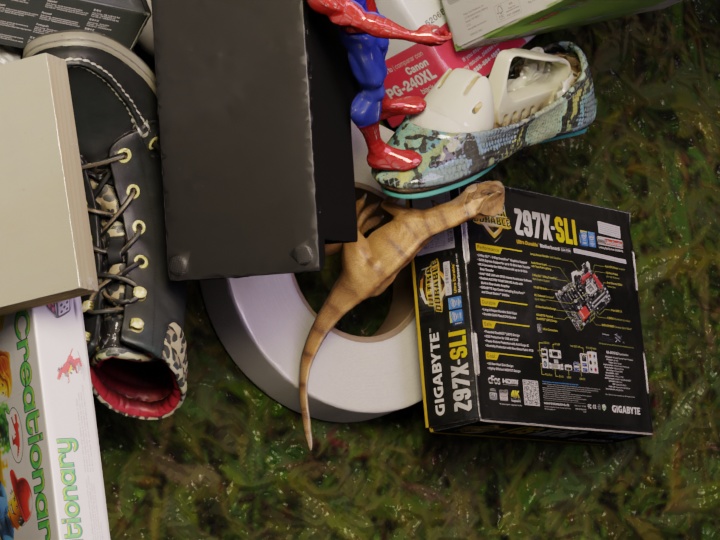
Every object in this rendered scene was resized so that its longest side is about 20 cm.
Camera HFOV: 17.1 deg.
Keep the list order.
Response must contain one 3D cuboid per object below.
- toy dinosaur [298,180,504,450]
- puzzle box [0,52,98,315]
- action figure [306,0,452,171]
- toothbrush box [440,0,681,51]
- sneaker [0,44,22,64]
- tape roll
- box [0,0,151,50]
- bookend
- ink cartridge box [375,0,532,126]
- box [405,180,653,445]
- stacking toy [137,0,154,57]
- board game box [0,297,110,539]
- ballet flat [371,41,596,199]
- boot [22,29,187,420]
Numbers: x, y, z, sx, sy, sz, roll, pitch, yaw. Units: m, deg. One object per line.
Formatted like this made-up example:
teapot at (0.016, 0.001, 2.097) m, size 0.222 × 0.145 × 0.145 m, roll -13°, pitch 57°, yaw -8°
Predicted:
toy dinosaur at (0.000, 0.000, 1.494) m, size 0.200 × 0.106 × 0.060 m, roll -46°, pitch 134°, yaw 6°
puzzle box at (-0.245, -0.032, 1.321) m, size 0.025 × 0.200 × 0.133 m, roll 15°, pitch 64°, yaw -69°
action figure at (0.026, -0.140, 1.375) m, size 0.200 × 0.099 × 0.065 m, roll 63°, pitch 24°, yaw -53°
toothbrush box at (0.165, -0.214, 1.549) m, size 0.200 × 0.146 × 0.086 m, roll -14°, pitch 86°, yaw -36°
sneaker at (-0.241, -0.112, 1.418) m, size 0.074 × 0.082 × 0.200 m, roll 19°, pitch 43°, yaw -26°
tape roll at (-0.011, -0.001, 1.556) m, size 0.202 × 0.037 × 0.203 m, roll 11°, pitch 70°, yaw -31°
box at (-0.237, -0.200, 1.410) m, size 0.200 × 0.044 × 0.160 m, roll 9°, pitch 39°, yaw -31°
bookend at (-0.049, -0.096, 1.445) m, size 0.200 × 0.092 × 0.199 m, roll -2°, pitch 88°, yaw -76°
ink cartridge box at (0.032, -0.223, 1.611) m, size 0.145 × 0.083 × 0.200 m, roll -41°, pitch 101°, yaw -35°
box at (0.115, 0.031, 1.591) m, size 0.200 × 0.049 × 0.160 m, roll 8°, pitch 72°, yaw -49°
stacking toy at (-0.121, -0.234, 1.515) m, size 0.146 × 0.146 × 0.200 m, roll 6°, pitch 91°, yaw -33°
board game box at (-0.189, 0.101, 1.349) m, size 0.035 × 0.126 × 0.200 m, roll -1°, pitch 76°, yaw -33°
ballet flat at (0.078, -0.103, 1.514) m, size 0.200 × 0.074 × 0.074 m, roll -26°, pitch 91°, yaw -47°
boot at (-0.140, -0.025, 1.375) m, size 0.204 × 0.073 × 0.154 m, roll 69°, pitch 14°, yaw -52°
